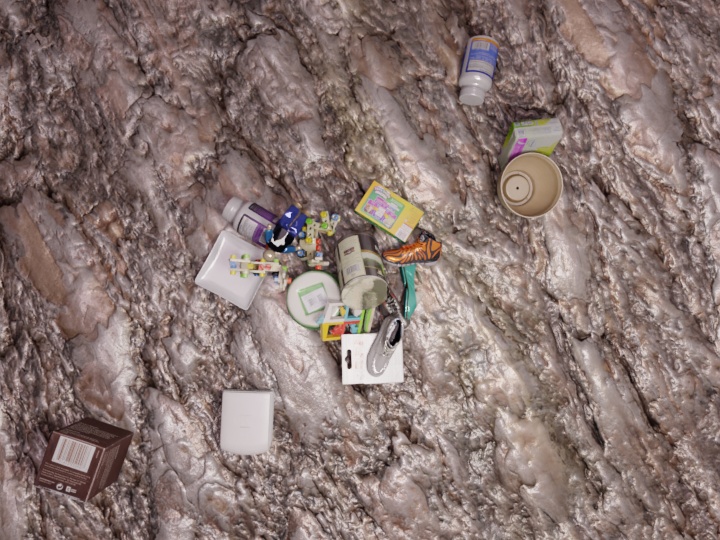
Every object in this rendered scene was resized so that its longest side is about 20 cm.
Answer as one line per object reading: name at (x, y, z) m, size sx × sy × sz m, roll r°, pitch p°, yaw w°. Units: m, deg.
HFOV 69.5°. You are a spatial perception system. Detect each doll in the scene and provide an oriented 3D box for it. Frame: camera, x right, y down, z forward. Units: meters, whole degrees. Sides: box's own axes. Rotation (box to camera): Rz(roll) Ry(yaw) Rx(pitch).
doll at (-0.232, -0.110, 1.604) m, size 0.136 × 0.048 × 0.200 m, roll 43°, pitch 74°, yaw -31°

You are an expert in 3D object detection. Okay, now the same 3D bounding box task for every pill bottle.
pill bottle at (0.387, -0.658, 1.719) m, size 0.112 × 0.112 × 0.200 m, roll 12°, pitch 86°, yaw 1°
pill bottle at (-0.339, -0.154, 1.676) m, size 0.200 × 0.111 × 0.112 m, roll 31°, pitch 86°, yaw 2°

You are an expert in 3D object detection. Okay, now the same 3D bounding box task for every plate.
plate at (-0.409, -0.001, 1.703) m, size 0.200 × 0.032 × 0.200 m, roll 27°, pitch 86°, yaw 2°

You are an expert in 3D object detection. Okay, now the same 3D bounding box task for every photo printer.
photo printer at (-0.360, 0.480, 1.644) m, size 0.166 × 0.069 × 0.200 m, roll 2°, pitch 85°, yaw 0°

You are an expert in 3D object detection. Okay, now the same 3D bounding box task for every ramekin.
ramekin at (-0.144, 0.092, 1.662) m, size 0.200 × 0.098 × 0.200 m, roll 0°, pitch 85°, yaw 0°

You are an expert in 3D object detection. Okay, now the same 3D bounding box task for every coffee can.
coffee can at (0.000, 0.000, 1.601) m, size 0.146 × 0.146 × 0.200 m, roll -10°, pitch 47°, yaw -1°

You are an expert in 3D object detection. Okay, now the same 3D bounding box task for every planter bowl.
planter bowl at (0.525, -0.268, 1.668) m, size 0.200 × 0.135 × 0.201 m, roll 0°, pitch 95°, yaw -5°

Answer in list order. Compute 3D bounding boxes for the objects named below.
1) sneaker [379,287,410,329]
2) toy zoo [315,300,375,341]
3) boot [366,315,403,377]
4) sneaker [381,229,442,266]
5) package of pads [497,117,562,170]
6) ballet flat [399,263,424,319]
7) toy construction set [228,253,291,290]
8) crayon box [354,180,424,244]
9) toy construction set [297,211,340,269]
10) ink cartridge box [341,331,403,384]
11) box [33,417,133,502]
sneaker at (0.091, 0.109, 1.669) m, size 0.077 × 0.082 × 0.200 m, roll -36°, pitch 87°, yaw -3°
toy zoo at (-0.050, 0.154, 1.621) m, size 0.200 × 0.020 × 0.131 m, roll -2°, pitch 114°, yaw -31°
boot at (0.077, 0.234, 1.597) m, size 0.073 × 0.096 × 0.200 m, roll 18°, pitch 83°, yaw -9°
sneaker at (0.167, -0.076, 1.653) m, size 0.200 × 0.078 × 0.112 m, roll -3°, pitch 129°, yaw -20°
package of pads at (0.540, -0.399, 1.653) m, size 0.154 × 0.200 × 0.068 m, roll -7°, pitch 70°, yaw -1°
ballet flat at (0.168, 0.059, 1.664) m, size 0.070 × 0.067 × 0.200 m, roll -2°, pitch 67°, yaw -3°
toy construction set at (-0.306, -0.004, 1.623) m, size 0.200 × 0.131 × 0.092 m, roll 18°, pitch 85°, yaw -1°
crayon box at (0.094, -0.191, 1.706) m, size 0.200 × 0.058 × 0.119 m, roll 33°, pitch 86°, yaw 2°
toy construction set at (-0.138, -0.090, 1.668) m, size 0.131 × 0.092 × 0.200 m, roll -1°, pitch 65°, yaw 18°
ink cartridge box at (0.037, 0.279, 1.658) m, size 0.200 × 0.050 × 0.161 m, roll -1°, pitch 86°, yaw -9°
box at (-0.829, 0.566, 1.571) m, size 0.166 × 0.200 × 0.164 m, roll 17°, pitch 86°, yaw 2°
